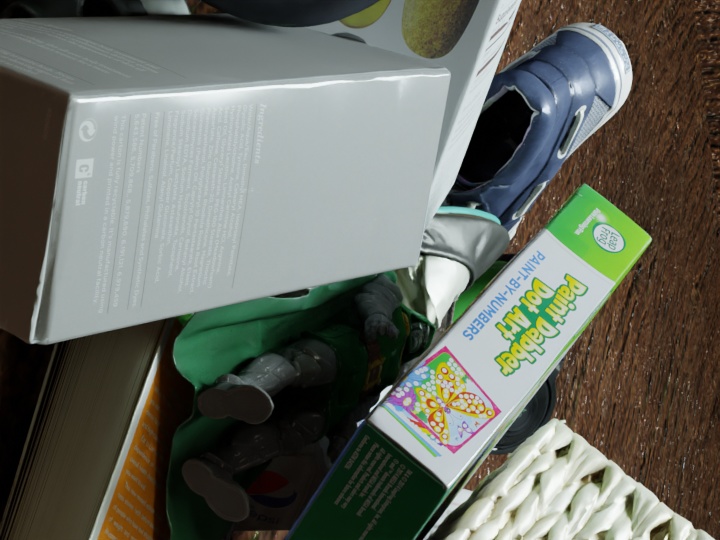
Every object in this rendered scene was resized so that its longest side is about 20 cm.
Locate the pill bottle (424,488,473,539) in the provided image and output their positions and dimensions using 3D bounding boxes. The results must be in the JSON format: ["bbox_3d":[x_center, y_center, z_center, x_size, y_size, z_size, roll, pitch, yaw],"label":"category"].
[{"bbox_3d":[0.024,0.225,0.981,0.114,0.113,0.202,59,32,-54],"label":"pill bottle"}]

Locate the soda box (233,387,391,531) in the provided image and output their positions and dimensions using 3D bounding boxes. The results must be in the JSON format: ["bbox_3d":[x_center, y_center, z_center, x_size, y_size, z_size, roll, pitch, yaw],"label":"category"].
[{"bbox_3d":[-0.022,0.044,0.954,0.201,0.068,0.064,-70,150,-50],"label":"soda box"}]

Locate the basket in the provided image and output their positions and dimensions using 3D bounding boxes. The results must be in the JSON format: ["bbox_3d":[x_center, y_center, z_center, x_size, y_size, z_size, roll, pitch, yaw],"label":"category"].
[{"bbox_3d":[0.065,0.179,0.839,0.136,0.123,0.200,-45,173,-36],"label":"basket"}]

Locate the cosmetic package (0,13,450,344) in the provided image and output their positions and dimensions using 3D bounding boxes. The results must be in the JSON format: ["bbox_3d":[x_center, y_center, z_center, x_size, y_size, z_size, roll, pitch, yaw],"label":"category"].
[{"bbox_3d":[-0.069,-0.041,0.650,0.199,0.106,0.091,-6,112,-50],"label":"cosmetic package"}]

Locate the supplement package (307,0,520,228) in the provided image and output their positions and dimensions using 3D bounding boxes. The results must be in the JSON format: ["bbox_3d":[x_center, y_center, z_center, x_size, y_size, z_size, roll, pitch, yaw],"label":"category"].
[{"bbox_3d":[0.014,-0.130,0.801,0.110,0.113,0.201,-56,166,-66],"label":"supplement package"}]

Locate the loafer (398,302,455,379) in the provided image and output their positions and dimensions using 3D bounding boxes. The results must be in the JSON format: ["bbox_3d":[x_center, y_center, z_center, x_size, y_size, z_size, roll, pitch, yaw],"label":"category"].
[{"bbox_3d":[0.018,0.032,1.093,0.072,0.072,0.201,80,24,-43],"label":"loafer"}]

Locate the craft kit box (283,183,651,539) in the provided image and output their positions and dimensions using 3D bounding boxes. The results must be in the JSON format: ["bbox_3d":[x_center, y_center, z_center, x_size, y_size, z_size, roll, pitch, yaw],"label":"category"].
[{"bbox_3d":[0.025,0.082,0.780,0.198,0.048,0.201,-48,172,-47],"label":"craft kit box"}]

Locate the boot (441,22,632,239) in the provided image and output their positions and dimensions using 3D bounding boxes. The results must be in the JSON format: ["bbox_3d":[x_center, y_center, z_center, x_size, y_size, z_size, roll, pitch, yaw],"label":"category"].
[{"bbox_3d":[0.057,-0.053,0.978,0.073,0.200,0.090,48,44,11],"label":"boot"}]

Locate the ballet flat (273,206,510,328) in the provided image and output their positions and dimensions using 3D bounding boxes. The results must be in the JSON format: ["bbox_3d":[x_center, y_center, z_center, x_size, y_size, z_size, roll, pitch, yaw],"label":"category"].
[{"bbox_3d":[0.000,0.000,0.891,0.199,0.068,0.069,9,62,-41],"label":"ballet flat"}]

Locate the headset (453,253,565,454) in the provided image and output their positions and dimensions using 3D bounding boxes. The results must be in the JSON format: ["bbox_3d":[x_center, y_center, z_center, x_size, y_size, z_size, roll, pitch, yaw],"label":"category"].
[{"bbox_3d":[0.053,0.072,1.128,0.094,0.123,0.201,39,63,-33],"label":"headset"}]

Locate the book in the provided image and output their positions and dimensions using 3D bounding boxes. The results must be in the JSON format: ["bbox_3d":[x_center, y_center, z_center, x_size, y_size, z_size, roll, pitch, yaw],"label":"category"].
[{"bbox_3d":[-0.089,0.104,0.730,0.134,0.048,0.202,57,43,-57],"label":"book"}]

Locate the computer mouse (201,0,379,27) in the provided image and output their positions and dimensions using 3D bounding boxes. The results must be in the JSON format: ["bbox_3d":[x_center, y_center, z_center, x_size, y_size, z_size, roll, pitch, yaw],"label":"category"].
[{"bbox_3d":[-0.075,-0.147,0.700,0.053,0.199,0.138,-55,164,10],"label":"computer mouse"}]

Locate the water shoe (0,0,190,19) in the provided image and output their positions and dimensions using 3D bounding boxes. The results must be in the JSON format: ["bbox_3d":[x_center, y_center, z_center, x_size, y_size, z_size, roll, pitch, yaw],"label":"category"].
[{"bbox_3d":[-0.102,-0.041,0.759,0.079,0.071,0.201,-40,135,-31],"label":"water shoe"}]

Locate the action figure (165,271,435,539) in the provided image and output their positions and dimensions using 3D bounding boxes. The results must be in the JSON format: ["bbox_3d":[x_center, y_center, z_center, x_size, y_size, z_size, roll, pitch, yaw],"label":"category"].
[{"bbox_3d":[-0.015,0.045,0.776,0.200,0.054,0.119,-30,138,-63],"label":"action figure"}]
